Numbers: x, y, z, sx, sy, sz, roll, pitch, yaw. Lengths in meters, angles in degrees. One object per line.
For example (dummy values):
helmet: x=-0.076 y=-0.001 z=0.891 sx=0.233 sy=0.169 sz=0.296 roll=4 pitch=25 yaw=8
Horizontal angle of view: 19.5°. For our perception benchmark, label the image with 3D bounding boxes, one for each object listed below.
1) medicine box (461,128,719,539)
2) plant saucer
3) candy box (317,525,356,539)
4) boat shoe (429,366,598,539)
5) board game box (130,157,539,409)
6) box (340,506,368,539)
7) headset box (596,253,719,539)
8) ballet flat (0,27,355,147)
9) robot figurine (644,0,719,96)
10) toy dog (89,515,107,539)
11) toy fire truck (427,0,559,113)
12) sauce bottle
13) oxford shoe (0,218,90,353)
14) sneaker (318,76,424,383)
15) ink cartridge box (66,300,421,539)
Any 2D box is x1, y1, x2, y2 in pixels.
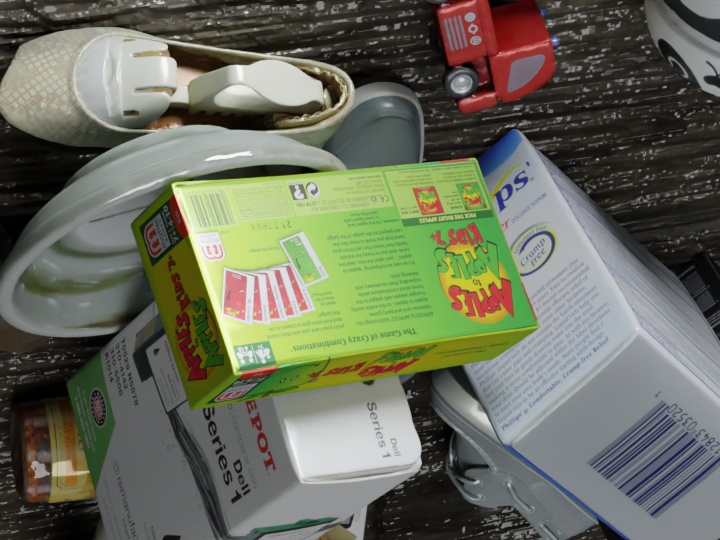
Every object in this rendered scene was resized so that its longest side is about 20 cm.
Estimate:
medicine box: x=0.138 y=0.047 z=1.239 sx=0.103 sy=0.200 sz=0.182 roll=-41 pitch=130 yaw=13
plant saucer: x=-0.104 y=-0.030 z=1.117 sx=0.199 sy=0.050 sz=0.200 roll=-20 pitch=161 yaw=-7
candy box: x=-0.071 y=0.257 z=1.352 sx=0.115 sy=0.055 sz=0.201 roll=-38 pitch=150 yaw=-47
boat shoe: x=0.096 y=0.129 z=1.380 sx=0.071 sy=0.070 sz=0.201 roll=-42 pitch=133 yaw=9
board game box: x=-0.010 y=0.003 z=1.075 sx=0.199 sy=0.102 sz=0.048 roll=-7 pitch=160 yaw=-38
box: x=-0.055 y=0.194 z=1.404 sx=0.109 sy=0.035 sz=0.201 roll=-5 pitch=130 yaw=-15
headset box: x=0.214 y=0.112 z=1.321 sx=0.148 sy=0.200 sz=0.075 roll=-40 pitch=130 yaw=14
ballet flat: x=-0.095 y=-0.101 z=1.121 sx=0.199 sy=0.068 sz=0.062 roll=0 pitch=167 yaw=-28
robot figurine: x=0.222 y=-0.183 z=1.121 sx=0.124 sy=0.151 sz=0.201 roll=-11 pitch=139 yaw=-23
toy dog: x=-0.141 y=0.210 z=1.304 sx=0.096 sy=0.133 sz=0.200 roll=20 pitch=157 yaw=-15
toy fire truck: x=0.095 y=-0.185 z=1.123 sx=0.140 sy=0.049 sz=0.201 roll=-15 pitch=132 yaw=2
sauce bottle: x=-0.113 y=0.102 z=1.290 sx=0.199 sy=0.066 sz=0.066 roll=-6 pitch=130 yaw=-17
oxford shoe: x=-0.250 y=0.007 z=1.155 sx=0.199 sy=0.073 sz=0.085 roll=21 pitch=121 yaw=-32
sneaker: x=0.000 y=0.000 z=1.204 sx=0.083 sy=0.121 sz=0.201 roll=2 pitch=127 yaw=-21
ink cartridge box: x=-0.069 y=0.082 z=1.155 sx=0.084 sy=0.147 sz=0.200 roll=-3 pitch=156 yaw=-37
